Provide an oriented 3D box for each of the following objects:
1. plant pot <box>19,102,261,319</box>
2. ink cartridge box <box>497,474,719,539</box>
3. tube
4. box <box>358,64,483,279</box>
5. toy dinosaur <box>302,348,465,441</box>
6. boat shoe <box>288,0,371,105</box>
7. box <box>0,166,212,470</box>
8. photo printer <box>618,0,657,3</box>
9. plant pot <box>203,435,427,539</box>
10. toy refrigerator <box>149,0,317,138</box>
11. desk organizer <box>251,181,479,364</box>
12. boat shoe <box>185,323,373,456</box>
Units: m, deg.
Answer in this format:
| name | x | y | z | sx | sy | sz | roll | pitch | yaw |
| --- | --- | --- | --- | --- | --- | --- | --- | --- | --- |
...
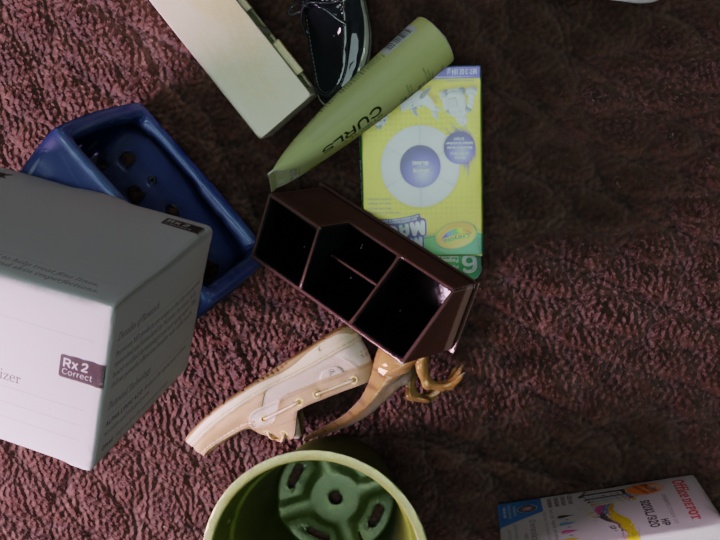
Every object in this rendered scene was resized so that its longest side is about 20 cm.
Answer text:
| name | x | y | z | sx | sy | sz | roll | pitch | yaw |
| --- | --- | --- | --- | --- | --- | --- | --- | --- | --- |
| plant pot | -0.228 | -0.013 | 1.157 | 0.179 | 0.200 | 0.200 | -40 | 94 | 16 |
| ink cartridge box | 0.237 | 0.291 | 1.184 | 0.197 | 0.147 | 0.147 | -10 | 97 | 6 |
| tube | -0.005 | -0.140 | 1.126 | 0.199 | 0.052 | 0.058 | -41 | 134 | -7 |
| box | 0.057 | -0.088 | 1.195 | 0.115 | 0.048 | 0.203 | -1 | 100 | 5 |
| toy dinosaur | 0.034 | 0.092 | 1.202 | 0.105 | 0.060 | 0.202 | 31 | 85 | -13 |
| boat shoe | -0.031 | -0.248 | 1.157 | 0.074 | 0.062 | 0.203 | 6 | 97 | 47 |
| box | -0.241 | 0.026 | 0.964 | 0.196 | 0.200 | 0.133 | 16 | 111 | 9 |
| photo printer | 0.198 | -0.317 | 1.103 | 0.197 | 0.070 | 0.168 | 9 | 137 | 3 |
| plant pot | -0.030 | 0.238 | 1.176 | 0.197 | 0.190 | 0.203 | 1 | 98 | 5 |
| toy refrigerator | -0.124 | -0.222 | 1.174 | 0.070 | 0.076 | 0.201 | -38 | 93 | 9 |
| desk organizer | 0.000 | 0.000 | 1.143 | 0.199 | 0.076 | 0.073 | 34 | 117 | 31 |
| boat shoe | -0.074 | 0.129 | 1.223 | 0.199 | 0.074 | 0.070 | -33 | 89 | 8 |
